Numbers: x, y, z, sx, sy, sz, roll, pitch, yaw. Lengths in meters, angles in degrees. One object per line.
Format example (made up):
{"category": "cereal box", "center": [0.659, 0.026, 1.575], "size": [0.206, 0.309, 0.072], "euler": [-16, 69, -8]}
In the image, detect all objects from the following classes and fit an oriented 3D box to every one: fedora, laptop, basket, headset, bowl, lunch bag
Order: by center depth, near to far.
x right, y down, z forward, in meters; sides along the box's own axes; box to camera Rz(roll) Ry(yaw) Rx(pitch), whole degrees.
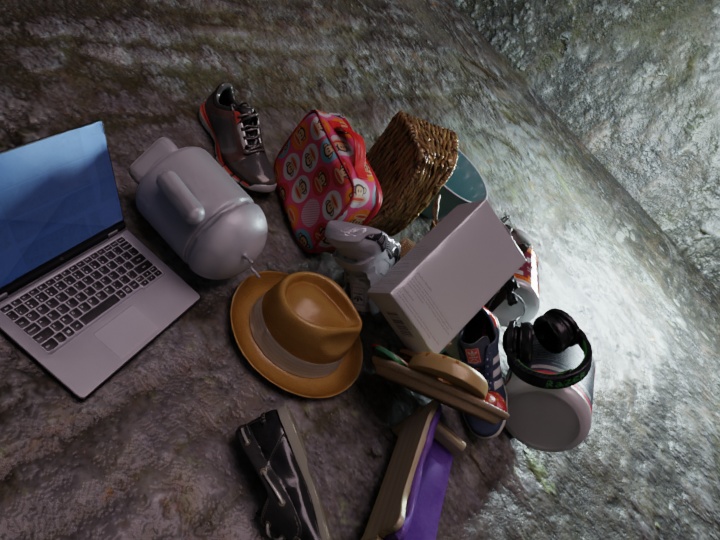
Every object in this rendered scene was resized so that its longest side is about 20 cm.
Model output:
{"category": "laptop", "center": [-0.272, -0.018, 0.528], "size": [0.200, 0.116, 0.188], "euler": [42, 37, -3]}
{"category": "fedora", "center": [-0.065, 0.064, 0.674], "size": [0.199, 0.082, 0.202], "euler": [25, 41, -25]}
{"category": "headset", "center": [0.273, 0.091, 0.809], "size": [0.122, 0.095, 0.201], "euler": [-15, 33, -3]}
{"category": "lunch bag", "center": [-0.051, -0.145, 0.809], "size": [0.081, 0.176, 0.202], "euler": [2, 54, -41]}
{"category": "basket", "center": [0.089, -0.152, 0.928], "size": [0.148, 0.200, 0.144], "euler": [7, 49, -39]}
{"category": "bowl", "center": [0.162, -0.185, 1.109], "size": [0.199, 0.105, 0.203], "euler": [27, 39, -24]}

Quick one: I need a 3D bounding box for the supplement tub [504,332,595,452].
{"category": "supplement tub", "center": [0.316, 0.185, 0.874], "size": [0.140, 0.140, 0.200], "euler": [44, 37, 0]}

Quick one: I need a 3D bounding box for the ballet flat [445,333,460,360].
{"category": "ballet flat", "center": [0.133, 0.068, 0.874], "size": [0.201, 0.069, 0.069], "euler": [50, 37, 6]}

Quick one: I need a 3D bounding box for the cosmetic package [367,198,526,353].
{"category": "cosmetic package", "center": [0.121, 0.007, 0.722], "size": [0.200, 0.081, 0.113], "euler": [-41, 104, -19]}

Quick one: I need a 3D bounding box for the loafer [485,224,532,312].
{"category": "loafer", "center": [0.241, 0.024, 0.913], "size": [0.070, 0.203, 0.073], "euler": [21, 15, 9]}

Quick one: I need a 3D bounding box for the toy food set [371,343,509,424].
{"category": "toy food set", "center": [0.102, 0.146, 0.691], "size": [0.199, 0.197, 0.049], "euler": [32, 76, -40]}

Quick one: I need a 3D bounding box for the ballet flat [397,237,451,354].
{"category": "ballet flat", "center": [0.105, 0.035, 0.805], "size": [0.070, 0.065, 0.203], "euler": [11, 62, -45]}

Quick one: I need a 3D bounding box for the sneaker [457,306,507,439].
{"category": "sneaker", "center": [0.177, 0.147, 0.790], "size": [0.085, 0.074, 0.203], "euler": [45, 40, -55]}

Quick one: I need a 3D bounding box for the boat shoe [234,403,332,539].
{"category": "boat shoe", "center": [-0.070, 0.243, 0.530], "size": [0.067, 0.072, 0.202], "euler": [-20, 73, -11]}

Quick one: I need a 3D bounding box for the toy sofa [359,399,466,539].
{"category": "toy sofa", "center": [0.069, 0.257, 0.607], "size": [0.083, 0.098, 0.200], "euler": [40, 36, -5]}

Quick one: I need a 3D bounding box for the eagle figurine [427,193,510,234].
{"category": "eagle figurine", "center": [0.170, -0.030, 0.901], "size": [0.150, 0.199, 0.153], "euler": [-28, 118, -19]}

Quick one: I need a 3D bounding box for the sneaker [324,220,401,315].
{"category": "sneaker", "center": [0.000, 0.000, 0.743], "size": [0.074, 0.117, 0.200], "euler": [12, -2, 22]}

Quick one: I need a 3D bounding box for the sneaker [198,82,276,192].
{"category": "sneaker", "center": [-0.188, -0.214, 0.821], "size": [0.077, 0.082, 0.201], "euler": [-18, 69, -50]}

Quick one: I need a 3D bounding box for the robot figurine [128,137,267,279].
{"category": "robot figurine", "center": [-0.195, -0.070, 0.648], "size": [0.200, 0.113, 0.170], "euler": [46, 0, 9]}

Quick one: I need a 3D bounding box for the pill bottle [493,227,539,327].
{"category": "pill bottle", "center": [0.299, 0.007, 1.048], "size": [0.114, 0.114, 0.201], "euler": [36, 38, -11]}
